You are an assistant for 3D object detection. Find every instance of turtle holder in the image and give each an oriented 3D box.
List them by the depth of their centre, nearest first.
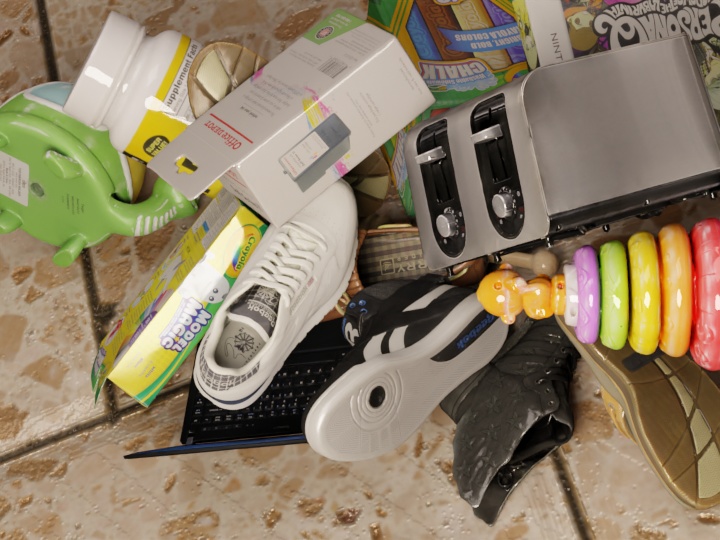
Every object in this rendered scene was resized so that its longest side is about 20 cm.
[{"bbox_3d":[-0.243,-0.097,1.815,0.185,0.141,0.132,1,36,35],"label":"turtle holder"}]

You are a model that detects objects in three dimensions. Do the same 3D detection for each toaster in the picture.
[{"bbox_3d":[0.151,-0.082,1.475,0.199,0.119,0.181,-15,-1,-27],"label":"toaster"}]

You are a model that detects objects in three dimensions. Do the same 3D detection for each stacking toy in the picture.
[{"bbox_3d":[0.181,0.017,1.465,0.199,0.110,0.117,-2,70,2],"label":"stacking toy"}]

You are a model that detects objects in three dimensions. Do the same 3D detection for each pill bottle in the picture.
[{"bbox_3d":[-0.141,-0.132,1.750,0.199,0.114,0.115,26,58,-10],"label":"pill bottle"}]

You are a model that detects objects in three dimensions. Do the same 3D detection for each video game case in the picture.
[{"bbox_3d":[0.231,-0.151,1.618,0.199,0.036,0.182,-12,90,-13],"label":"video game case"}]

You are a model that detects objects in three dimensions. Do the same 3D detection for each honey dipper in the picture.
[{"bbox_3d":[0.067,-0.019,1.691,0.199,0.038,0.038,10,58,27],"label":"honey dipper"}]

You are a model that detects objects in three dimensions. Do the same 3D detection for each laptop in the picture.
[{"bbox_3d":[-0.073,0.082,1.623,0.176,0.103,0.201,-6,51,17],"label":"laptop"}]

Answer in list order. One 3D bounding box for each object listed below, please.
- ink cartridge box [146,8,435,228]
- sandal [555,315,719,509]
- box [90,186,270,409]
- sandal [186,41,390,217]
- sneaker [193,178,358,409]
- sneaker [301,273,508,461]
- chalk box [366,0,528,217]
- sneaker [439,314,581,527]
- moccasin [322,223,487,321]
[{"bbox_3d":[-0.055,-0.106,1.594,0.200,0.067,0.117,-39,29,-8],"label":"ink cartridge box"},{"bbox_3d":[0.206,0.089,1.514,0.080,0.054,0.200,-22,64,-28],"label":"sandal"},{"bbox_3d":[-0.146,0.027,1.671,0.200,0.048,0.117,-50,15,4],"label":"box"},{"bbox_3d":[-0.063,-0.110,1.686,0.081,0.200,0.054,-57,24,-1],"label":"sandal"},{"bbox_3d":[-0.058,0.011,1.563,0.076,0.081,0.201,25,73,9],"label":"sneaker"},{"bbox_3d":[0.008,0.070,1.542,0.200,0.073,0.112,-32,33,-35],"label":"sneaker"},{"bbox_3d":[0.085,-0.128,1.687,0.123,0.125,0.201,-7,45,-14],"label":"chalk box"},{"bbox_3d":[0.137,0.091,1.561,0.200,0.060,0.104,-39,49,-5],"label":"sneaker"},{"bbox_3d":[0.000,0.002,1.641,0.200,0.078,0.074,-4,82,11],"label":"moccasin"}]
